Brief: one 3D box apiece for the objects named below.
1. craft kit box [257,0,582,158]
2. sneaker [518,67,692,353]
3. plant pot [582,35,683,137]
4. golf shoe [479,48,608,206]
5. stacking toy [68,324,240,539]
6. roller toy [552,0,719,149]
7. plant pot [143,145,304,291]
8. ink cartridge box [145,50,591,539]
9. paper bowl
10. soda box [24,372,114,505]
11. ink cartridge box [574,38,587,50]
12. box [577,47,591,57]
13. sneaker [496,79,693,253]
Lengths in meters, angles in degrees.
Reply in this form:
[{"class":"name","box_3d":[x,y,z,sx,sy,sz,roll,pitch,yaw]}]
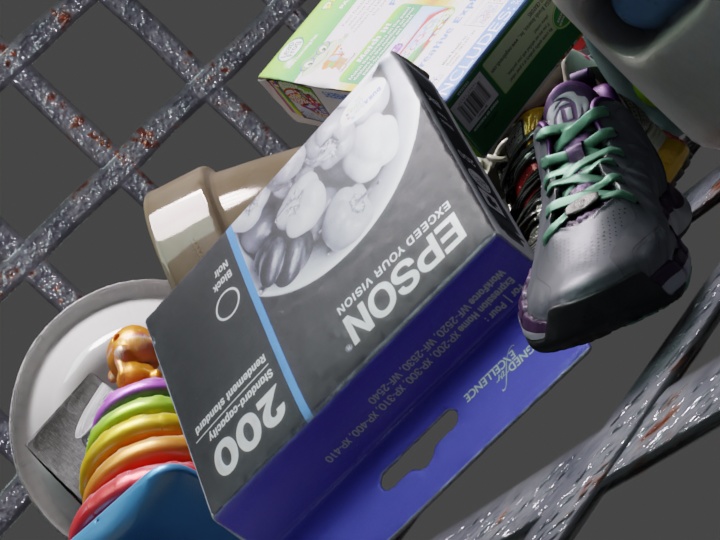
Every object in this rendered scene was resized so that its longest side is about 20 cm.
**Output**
[{"class":"craft kit box","box_3d":[0.061,-0.157,1.142,0.200,0.049,0.197,-51,32,-13]},{"class":"sneaker","box_3d":[0.090,-0.029,0.875,0.074,0.088,0.200,-23,9,14]},{"class":"plant pot","box_3d":[0.196,-0.191,1.222,0.200,0.134,0.200,-47,2,2]},{"class":"golf shoe","box_3d":[0.079,-0.051,1.279,0.200,0.088,0.077,-48,47,-2]},{"class":"stacking toy","box_3d":[-0.121,0.104,1.209,0.116,0.110,0.200,-42,38,20]},{"class":"roller toy","box_3d":[0.184,-0.164,0.980,0.200,0.140,0.182,-46,4,12]},{"class":"plant pot","box_3d":[0.000,0.000,1.187,0.173,0.201,0.200,-31,5,5]},{"class":"ink cartridge box","box_3d":[-0.007,0.029,0.987,0.198,0.043,0.200,-46,43,18]},{"class":"paper bowl","box_3d":[-0.146,0.107,1.475,0.201,0.201,0.104,-47,3,-9]},{"class":"soda box","box_3d":[-0.134,0.138,1.321,0.071,0.063,0.200,-48,36,-9]},{"class":"ink cartridge box","box_3d":[0.215,-0.295,2.476,0.067,0.116,0.200,-44,3,24]},{"class":"box","box_3d":[0.093,-0.101,1.595,0.200,0.044,0.160,-32,11,-24]},{"class":"sneaker","box_3d":[0.095,-0.031,1.043,0.078,0.082,0.200,-45,4,36]}]
